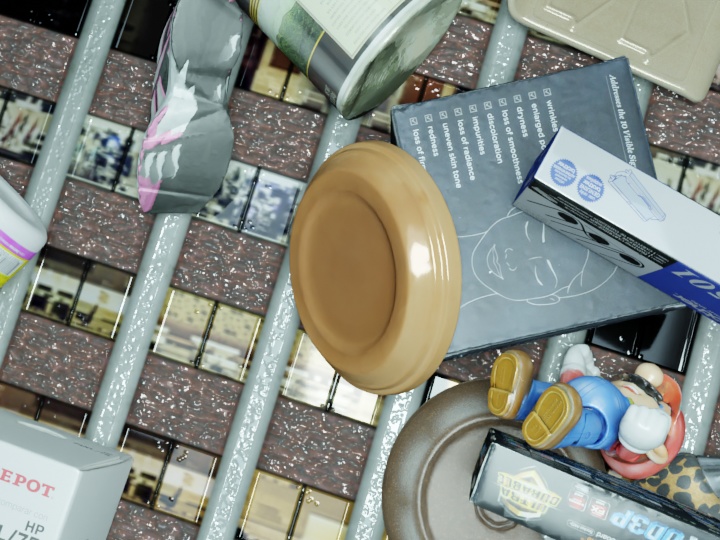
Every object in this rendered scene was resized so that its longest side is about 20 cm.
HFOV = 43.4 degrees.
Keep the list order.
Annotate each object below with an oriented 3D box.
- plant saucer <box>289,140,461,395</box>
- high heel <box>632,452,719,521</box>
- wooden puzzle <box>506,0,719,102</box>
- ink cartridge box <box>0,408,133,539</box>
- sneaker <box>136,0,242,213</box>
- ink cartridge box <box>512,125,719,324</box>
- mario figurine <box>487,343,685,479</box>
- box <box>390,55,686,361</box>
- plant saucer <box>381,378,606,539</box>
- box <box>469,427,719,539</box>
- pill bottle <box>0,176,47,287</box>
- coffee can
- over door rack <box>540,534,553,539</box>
[{"bbox_3d":[0.000,0.000,0.718,0.037,0.199,0.204,-7,80,-37],"label":"plant saucer"},{"bbox_3d":[0.299,0.252,0.744,0.140,0.071,0.205,-2,89,17],"label":"high heel"},{"bbox_3d":[0.249,-0.270,0.813,0.197,0.046,0.188,25,85,0],"label":"wooden puzzle"},{"bbox_3d":[-0.295,0.224,0.714,0.144,0.146,0.204,18,83,4],"label":"ink cartridge box"},{"bbox_3d":[-0.150,-0.148,0.798,0.079,0.086,0.204,13,102,-24],"label":"sneaker"},{"bbox_3d":[0.208,-0.023,0.636,0.198,0.094,0.045,30,85,4],"label":"ink cartridge box"},{"bbox_3d":[0.193,0.095,0.707,0.106,0.198,0.125,-37,53,35],"label":"mario figurine"},{"bbox_3d":[0.136,-0.044,0.746,0.192,0.124,0.204,-12,83,1],"label":"box"},{"bbox_3d":[0.115,0.194,0.762,0.196,0.037,0.205,0,83,1],"label":"plant saucer"},{"bbox_3d":[0.178,0.175,0.655,0.197,0.159,0.047,21,87,9],"label":"box"},{"bbox_3d":[-0.372,0.004,0.766,0.200,0.104,0.104,-43,83,-4],"label":"pill bottle"},{"bbox_3d":[-0.031,-0.252,0.766,0.146,0.146,0.200,-43,83,-4],"label":"coffee can"},{"bbox_3d":[0.130,0.305,0.722,0.146,0.067,0.202,-30,104,-2],"label":"over door rack"}]
